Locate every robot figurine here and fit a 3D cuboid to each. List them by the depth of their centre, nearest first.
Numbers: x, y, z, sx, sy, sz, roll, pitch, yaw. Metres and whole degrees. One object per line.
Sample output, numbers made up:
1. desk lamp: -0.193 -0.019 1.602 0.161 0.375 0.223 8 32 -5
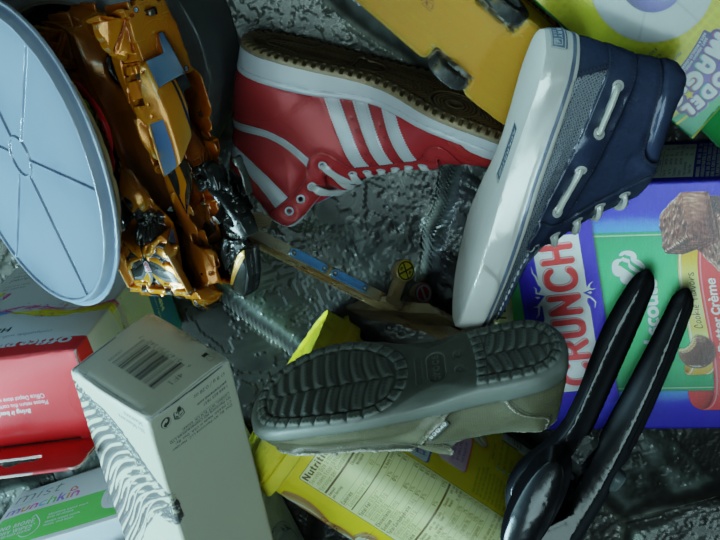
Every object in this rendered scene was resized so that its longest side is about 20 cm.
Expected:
1. robot figurine: -0.129 -0.066 1.118 0.144 0.058 0.202 2 114 52

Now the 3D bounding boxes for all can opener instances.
1. can opener: 0.149 0.095 1.131 0.063 0.079 0.201 28 102 -7

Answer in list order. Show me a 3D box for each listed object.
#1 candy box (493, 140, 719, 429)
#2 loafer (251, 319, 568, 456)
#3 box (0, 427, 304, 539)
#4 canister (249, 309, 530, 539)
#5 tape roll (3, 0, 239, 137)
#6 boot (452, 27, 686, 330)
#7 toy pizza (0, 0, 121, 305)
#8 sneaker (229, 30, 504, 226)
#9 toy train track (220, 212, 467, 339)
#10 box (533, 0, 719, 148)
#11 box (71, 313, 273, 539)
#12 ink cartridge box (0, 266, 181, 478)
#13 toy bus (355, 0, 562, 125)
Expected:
1. candy box: 0.183 0.010 1.163 0.198 0.077 0.171 -1 112 15
2. loafer: 0.032 0.086 1.103 0.198 0.076 0.070 -9 128 13
3. box: -0.143 0.228 1.340 0.198 0.097 0.178 -18 112 21
4. canister: 0.030 0.133 1.222 0.199 0.149 0.087 33 118 -5
5. tape roll: -0.182 -0.134 1.193 0.198 0.066 0.202 6 116 12
6. boot: 0.121 -0.042 1.084 0.089 0.073 0.201 12 123 -10
7. toy pizza: -0.196 -0.075 1.122 0.200 0.032 0.202 37 141 38
8. sneaker: 0.008 -0.073 1.172 0.198 0.071 0.114 19 115 12
9. toy train track: 0.000 0.000 1.189 0.199 0.114 0.033 26 77 -29
10. box: 0.181 -0.170 1.089 0.199 0.048 0.117 39 110 -8
11. box: -0.112 0.132 1.151 0.082 0.068 0.201 26 140 38
12. ink cartridge box: -0.208 0.061 1.215 0.115 0.200 0.068 -9 112 17
13. toy bus: 0.045 -0.174 1.109 0.200 0.078 0.065 40 115 -6
